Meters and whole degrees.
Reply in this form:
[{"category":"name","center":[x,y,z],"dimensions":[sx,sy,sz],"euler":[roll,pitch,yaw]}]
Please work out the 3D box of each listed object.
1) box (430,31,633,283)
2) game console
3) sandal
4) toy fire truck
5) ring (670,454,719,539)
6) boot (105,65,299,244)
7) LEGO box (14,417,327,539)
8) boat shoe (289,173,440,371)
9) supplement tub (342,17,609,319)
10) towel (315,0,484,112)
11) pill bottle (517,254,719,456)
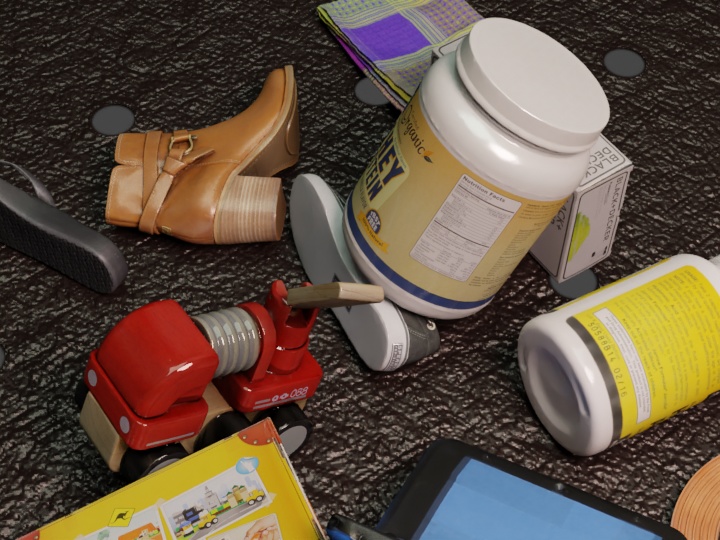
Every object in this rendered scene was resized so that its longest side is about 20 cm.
[{"category":"box","center":[0.137,-0.101,1.191],"dimensions":[0.060,0.117,0.200],"euler":[-26,57,-23]},{"category":"game console","center":[0.101,0.169,0.891],"dimensions":[0.198,0.171,0.120],"euler":[19,74,20]},{"category":"sandal","center":[-0.274,-0.047,1.164],"dimensions":[0.199,0.076,0.043],"euler":[31,57,9]},{"category":"toy fire truck","center":[-0.085,0.056,0.978],"dimensions":[0.175,0.202,0.129],"euler":[-9,45,-42]},{"category":"ring","center":[0.320,0.213,1.006],"dimensions":[0.197,0.019,0.202],"euler":[1,50,-1]},{"category":"boot","center":[-0.134,-0.110,1.218],"dimensions":[0.152,0.074,0.202],"euler":[4,48,6]},{"category":"LEGO box","center":[-0.116,0.207,0.911],"dimensions":[0.198,0.078,0.149],"euler":[-25,39,-7]},{"category":"boat shoe","center":[0.000,0.000,1.143],"dimensions":[0.056,0.069,0.201],"euler":[-6,51,-31]},{"category":"supplement tub","center":[0.087,-0.077,1.070],"dimensions":[0.143,0.201,0.145],"euler":[21,38,-17]},{"category":"towel","center":[0.060,-0.223,1.335],"dimensions":[0.142,0.023,0.200],"euler":[-23,50,-19]},{"category":"pill bottle","center":[0.229,0.054,1.071],"dimensions":[0.198,0.112,0.112],"euler":[-23,55,-18]}]
